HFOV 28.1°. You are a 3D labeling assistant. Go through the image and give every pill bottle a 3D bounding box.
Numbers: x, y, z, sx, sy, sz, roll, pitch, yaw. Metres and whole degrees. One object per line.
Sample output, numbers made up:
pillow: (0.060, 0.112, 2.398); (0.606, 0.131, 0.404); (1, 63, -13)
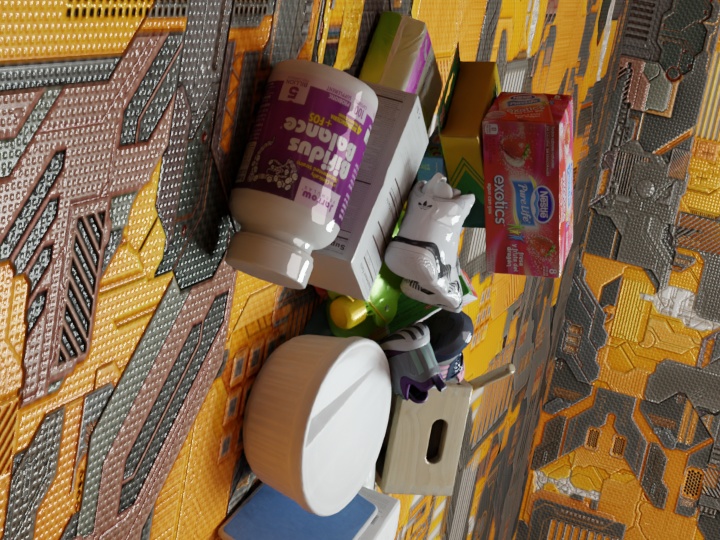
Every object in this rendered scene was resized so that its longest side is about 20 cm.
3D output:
pill bottle: (-0.061, -0.090, 1.382); (0.112, 0.111, 0.202); (46, 60, -71)

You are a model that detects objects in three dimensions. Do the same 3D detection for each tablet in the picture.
tablet: (-0.068, 0.289, 1.654); (0.200, 0.129, 0.014); (-42, 161, -59)

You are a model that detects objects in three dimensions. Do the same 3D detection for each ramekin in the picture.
ramekin: (-0.052, 0.165, 1.620); (0.202, 0.093, 0.205); (-38, 135, -50)

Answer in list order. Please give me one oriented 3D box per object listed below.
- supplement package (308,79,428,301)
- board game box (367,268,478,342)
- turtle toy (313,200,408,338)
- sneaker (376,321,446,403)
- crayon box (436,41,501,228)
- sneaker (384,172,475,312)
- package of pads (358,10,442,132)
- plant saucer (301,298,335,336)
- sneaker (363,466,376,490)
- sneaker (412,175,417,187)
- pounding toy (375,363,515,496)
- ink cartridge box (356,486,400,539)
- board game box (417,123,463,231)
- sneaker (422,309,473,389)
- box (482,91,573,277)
supplement package: (-0.016, -0.089, 1.531); (0.110, 0.113, 0.202); (67, 42, -66)
board game box: (0.072, 0.049, 1.855); (0.041, 0.152, 0.200); (63, 5, 6)
turtle toy: (0.000, 0.000, 1.669); (0.145, 0.101, 0.202); (-29, 131, -37)
sneaker: (0.036, 0.127, 1.717); (0.074, 0.088, 0.200); (-24, 176, -23)
crayon box: (0.140, -0.162, 1.752); (0.201, 0.050, 0.128); (72, 28, -51)
sneaker: (0.089, -0.029, 1.606); (0.116, 0.074, 0.200); (-68, 159, -12)
package of pads: (0.035, -0.180, 1.703); (0.155, 0.067, 0.202); (62, 46, -67)
plant saucer: (-0.048, 0.134, 1.775); (0.200, 0.027, 0.202); (16, 90, -74)
sneaker: (-0.011, 0.230, 1.870); (0.081, 0.075, 0.203); (129, -35, -86)
sneaker: (0.047, -0.067, 1.827); (0.121, 0.083, 0.202); (-16, 121, -82)
pounding toy: (0.093, 0.185, 1.941); (0.184, 0.141, 0.202); (-135, -128, -65)
ink cartridge box: (-0.055, 0.333, 1.711); (0.200, 0.144, 0.086); (-44, 148, -60)
board game box: (0.112, -0.113, 1.829); (0.200, 0.036, 0.153); (-57, 150, -57)
sneaker: (0.105, 0.099, 1.754); (0.071, 0.082, 0.200); (-62, -168, -20)
box: (0.203, -0.103, 1.724); (0.100, 0.094, 0.202); (-57, 147, -58)
